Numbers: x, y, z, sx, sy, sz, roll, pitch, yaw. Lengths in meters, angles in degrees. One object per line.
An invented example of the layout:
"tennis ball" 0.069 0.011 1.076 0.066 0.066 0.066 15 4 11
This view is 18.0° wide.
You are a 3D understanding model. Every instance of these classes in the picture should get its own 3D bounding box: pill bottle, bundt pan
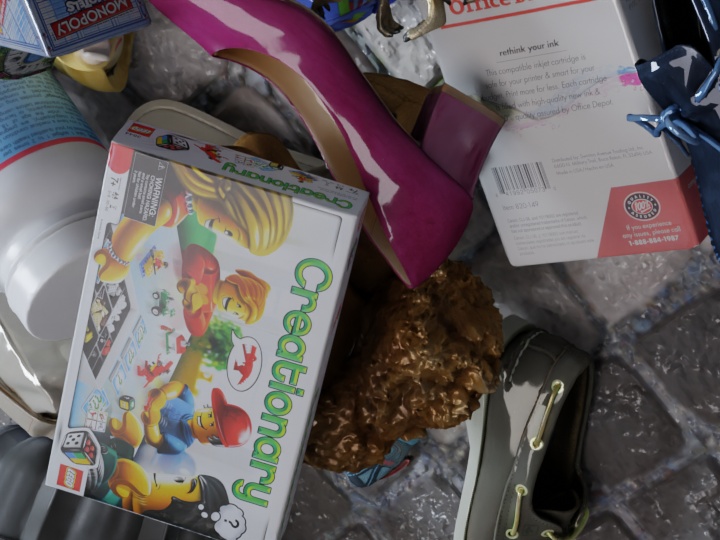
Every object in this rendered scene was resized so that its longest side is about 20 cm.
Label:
"pill bottle" -0.205 -0.060 1.311 0.200 0.108 0.109 53 138 26
"bundt pan" -0.163 0.152 1.439 0.201 0.202 0.076 16 83 28

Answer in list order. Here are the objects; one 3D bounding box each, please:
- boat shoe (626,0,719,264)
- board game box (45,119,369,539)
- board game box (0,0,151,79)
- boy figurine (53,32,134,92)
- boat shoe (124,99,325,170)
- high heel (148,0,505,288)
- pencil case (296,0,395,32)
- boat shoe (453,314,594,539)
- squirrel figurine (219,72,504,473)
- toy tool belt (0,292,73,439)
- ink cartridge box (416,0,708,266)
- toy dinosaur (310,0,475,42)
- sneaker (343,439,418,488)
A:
"boat shoe" 0.156 -0.097 1.065 0.084 0.068 0.201 155 106 -68
"board game box" -0.079 0.036 1.137 0.126 0.035 0.201 16 116 5
"board game box" -0.186 -0.179 1.162 0.201 0.061 0.200 63 154 12
"boy figurine" -0.137 -0.158 1.264 0.064 0.125 0.200 19 146 -12
"boat shoe" -0.047 -0.034 1.321 0.199 0.073 0.063 31 175 9
"high heel" -0.032 -0.074 1.114 0.199 0.097 0.067 26 175 -3
"pencil case" -0.038 -0.218 1.171 0.087 0.078 0.201 0 119 54
"boat shoe" 0.096 0.125 1.291 0.060 0.072 0.203 20 123 31
"squirrel figurine" 0.000 0.000 1.214 0.186 0.142 0.200 -40 83 4
"toy tool belt" -0.198 0.017 1.404 0.200 0.125 0.123 51 173 25
"ink cartridge box" 0.105 -0.109 1.143 0.116 0.067 0.201 -5 114 37
"toy dinosaur" 0.022 -0.167 1.079 0.199 0.058 0.101 -19 105 36
"sneaker" -0.055 0.062 1.353 0.200 0.079 0.096 33 128 15
